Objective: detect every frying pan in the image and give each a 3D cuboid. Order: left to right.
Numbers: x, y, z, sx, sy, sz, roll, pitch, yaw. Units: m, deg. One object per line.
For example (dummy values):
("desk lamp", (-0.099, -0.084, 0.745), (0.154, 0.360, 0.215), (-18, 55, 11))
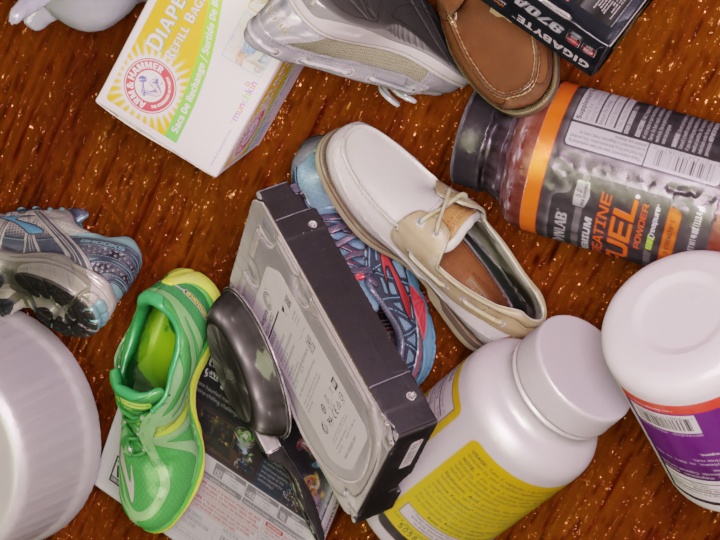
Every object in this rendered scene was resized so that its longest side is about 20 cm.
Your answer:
("frying pan", (-0.075, 0.099, 1.329), (0.031, 0.115, 0.190), (-20, 123, -18))

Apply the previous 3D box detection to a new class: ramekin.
("ramekin", (-0.311, 0.131, 1.435), (0.200, 0.098, 0.201), (5, 102, 22))

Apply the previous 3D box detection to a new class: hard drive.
("hard drive", (-0.025, 0.056, 1.254), (0.200, 0.038, 0.140), (61, 154, 22))

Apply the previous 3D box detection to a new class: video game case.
("video game case", (-0.099, 0.131, 1.393), (0.200, 0.023, 0.182), (31, 111, 25))

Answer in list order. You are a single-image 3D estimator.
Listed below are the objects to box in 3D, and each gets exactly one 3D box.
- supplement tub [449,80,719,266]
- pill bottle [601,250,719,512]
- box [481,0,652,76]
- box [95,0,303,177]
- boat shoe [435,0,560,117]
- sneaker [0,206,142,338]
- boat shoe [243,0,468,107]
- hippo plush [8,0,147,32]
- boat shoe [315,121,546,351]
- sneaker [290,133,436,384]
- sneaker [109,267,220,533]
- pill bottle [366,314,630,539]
("supplement tub", (0.165, -0.065, 1.246), (0.200, 0.107, 0.107), (17, 108, 13))
("pill bottle", (0.237, 0.084, 1.217), (0.112, 0.113, 0.200), (-13, 139, 20))
("box", (0.142, -0.245, 1.179), (0.159, 0.046, 0.200), (35, 71, 6))
("box", (-0.082, -0.181, 1.288), (0.101, 0.112, 0.200), (32, 111, 3))
("boat shoe", (0.071, -0.195, 1.220), (0.072, 0.068, 0.200), (-25, 69, 15))
("sneaker", (-0.248, -0.012, 1.411), (0.200, 0.086, 0.078), (20, 141, 31))
("boat shoe", (0.004, -0.152, 1.230), (0.065, 0.202, 0.074), (-35, 68, 26))
("hippo plush", (-0.172, -0.239, 1.282), (0.159, 0.161, 0.200), (-16, 69, -4))
("boat shoe", (0.055, -0.029, 1.288), (0.200, 0.075, 0.068), (46, 151, -13))
("sneaker", (0.000, 0.000, 1.317), (0.079, 0.096, 0.200), (-18, 98, 20))
("sneaker", (-0.156, 0.096, 1.361), (0.074, 0.084, 0.200), (15, 104, 29))
("pill bottle", (0.093, 0.116, 1.281), (0.111, 0.111, 0.200), (48, 130, 1))
